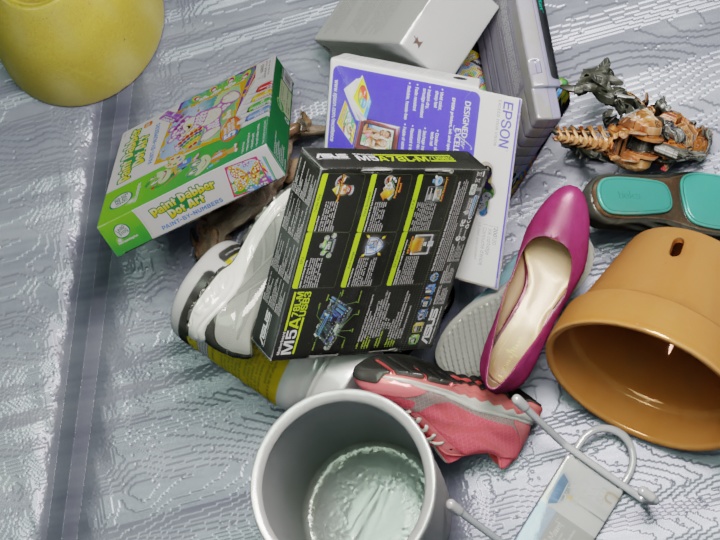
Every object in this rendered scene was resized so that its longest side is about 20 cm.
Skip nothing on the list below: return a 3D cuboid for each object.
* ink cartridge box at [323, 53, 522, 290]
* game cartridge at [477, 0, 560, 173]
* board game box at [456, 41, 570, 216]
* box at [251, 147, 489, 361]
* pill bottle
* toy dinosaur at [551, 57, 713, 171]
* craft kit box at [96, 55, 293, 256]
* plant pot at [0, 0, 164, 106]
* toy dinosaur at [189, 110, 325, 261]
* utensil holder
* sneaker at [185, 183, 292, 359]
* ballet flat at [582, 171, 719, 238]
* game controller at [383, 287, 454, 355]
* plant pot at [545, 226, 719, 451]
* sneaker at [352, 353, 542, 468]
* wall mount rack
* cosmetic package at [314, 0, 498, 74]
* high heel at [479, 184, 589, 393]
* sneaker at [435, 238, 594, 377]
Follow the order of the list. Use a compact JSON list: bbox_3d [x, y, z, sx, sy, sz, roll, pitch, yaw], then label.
[{"bbox_3d":[0.058,-0.097,1.488,0.198,0.043,0.201,15,116,19],"label":"ink cartridge box"},{"bbox_3d":[0.153,-0.214,1.502,0.038,0.130,0.203,-2,70,-17],"label":"game cartridge"},{"bbox_3d":[0.099,-0.142,1.587,0.164,0.057,0.201,30,80,18],"label":"board game box"},{"bbox_3d":[0.009,-0.015,1.413,0.048,0.191,0.202,47,129,47],"label":"box"},{"bbox_3d":[-0.082,0.067,1.526,0.199,0.114,0.115,33,81,17],"label":"pill bottle"},{"bbox_3d":[0.265,-0.142,1.504,0.135,0.199,0.103,36,99,41],"label":"toy dinosaur"},{"bbox_3d":[-0.164,-0.120,1.552,0.196,0.049,0.201,-27,29,16],"label":"craft kit box"},{"bbox_3d":[-0.328,-0.300,1.661,0.197,0.142,0.203,-2,74,8],"label":"plant pot"},{"bbox_3d":[-0.111,-0.103,1.604,0.135,0.086,0.201,1,48,50],"label":"toy dinosaur"},{"bbox_3d":[0.001,0.215,1.422,0.168,0.200,0.172,-3,73,10],"label":"utensil holder"},{"bbox_3d":[-0.087,-0.001,1.466,0.079,0.074,0.201,32,71,5],"label":"sneaker"},{"bbox_3d":[0.305,-0.063,1.513,0.197,0.068,0.069,6,69,-15],"label":"ballet flat"},{"bbox_3d":[0.000,0.000,1.570,0.199,0.042,0.105,38,83,17],"label":"game controller"},{"bbox_3d":[0.290,0.055,1.436,0.198,0.201,0.141,21,62,15],"label":"plant pot"},{"bbox_3d":[0.080,0.141,1.464,0.198,0.074,0.088,17,97,-20],"label":"sneaker"},{"bbox_3d":[0.179,0.218,1.443,0.173,0.075,0.201,34,81,0],"label":"wall mount rack"},{"bbox_3d":[0.043,-0.252,1.559,0.071,0.199,0.102,38,81,-27],"label":"cosmetic package"},{"bbox_3d":[0.165,0.020,1.427,0.067,0.096,0.202,17,104,12],"label":"high heel"},{"bbox_3d":[0.158,0.031,1.527,0.200,0.082,0.074,-40,95,17],"label":"sneaker"}]
